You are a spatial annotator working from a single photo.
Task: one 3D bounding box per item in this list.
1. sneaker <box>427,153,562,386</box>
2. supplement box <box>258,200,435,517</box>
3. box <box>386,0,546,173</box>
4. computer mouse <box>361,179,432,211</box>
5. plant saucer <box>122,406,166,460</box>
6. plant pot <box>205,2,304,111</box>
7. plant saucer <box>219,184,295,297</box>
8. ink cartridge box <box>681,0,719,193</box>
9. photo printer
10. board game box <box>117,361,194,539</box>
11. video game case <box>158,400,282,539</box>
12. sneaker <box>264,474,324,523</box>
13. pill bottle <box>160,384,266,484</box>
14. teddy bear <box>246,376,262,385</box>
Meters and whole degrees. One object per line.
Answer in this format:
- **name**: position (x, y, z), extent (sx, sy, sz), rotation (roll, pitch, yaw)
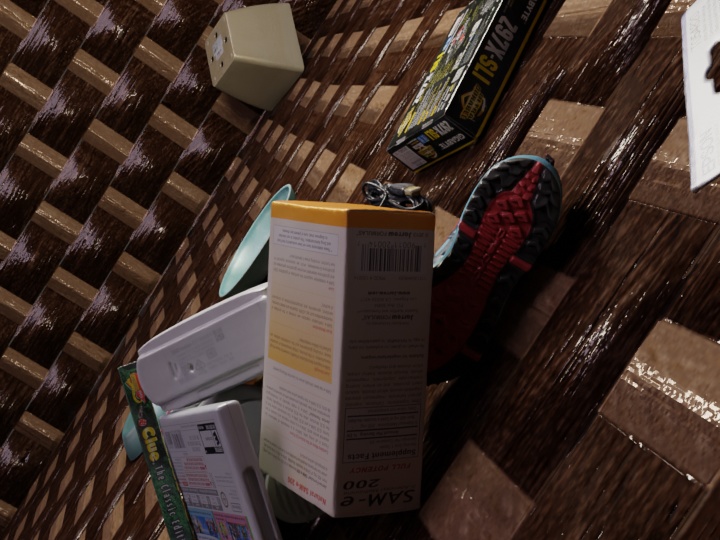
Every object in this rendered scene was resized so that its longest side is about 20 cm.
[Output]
- **sneaker**: position (0.088, 0.003, 0.799), extent (0.201, 0.079, 0.095), rotation (-52, -7, 23)
- **supplement box**: position (-0.012, 0.056, 0.760), extent (0.125, 0.072, 0.204), rotation (12, 100, 61)
- **box**: position (0.115, -0.215, 1.160), extent (0.202, 0.049, 0.159), rotation (-63, 13, -17)
- **computer mouse**: position (0.000, 0.000, 1.097), extent (0.109, 0.044, 0.202), rotation (13, 70, 54)
- **plant saucer**: position (-0.350, 0.222, 1.823), extent (0.201, 0.036, 0.201), rotation (-53, 15, 21)
- **plant pot**: position (-0.277, -0.541, 2.706), extent (0.199, 0.175, 0.203), rotation (-39, 58, 50)
- **plant saucer**: position (-0.149, -0.037, 1.663), extent (0.201, 0.036, 0.201), rotation (-52, 15, 20)
- **ink cartridge box**: position (0.256, -0.149, 0.572), extent (0.200, 0.040, 0.201), rotation (-46, 19, 40)
- **photo printer**: position (-0.080, 0.050, 0.963), extent (0.165, 0.070, 0.199), rotation (-25, -2, 30)
- **board game box**: position (-0.175, 0.185, 0.962), extent (0.023, 0.203, 0.105), rotation (-17, -7, -10)
- **video game case**: position (-0.101, 0.195, 0.840), extent (0.022, 0.185, 0.200), rotation (-17, -2, -24)
- **sneaker**: position (-0.018, 0.121, 0.889), extent (0.201, 0.074, 0.082), rotation (-55, 5, -24)
- **pill bottle**: position (-0.120, 0.166, 1.021), extent (0.117, 0.115, 0.200), rotation (-61, 14, -13)
- **teddy bear**: position (-0.171, 0.163, 1.329), extent (0.203, 0.066, 0.145), rotation (-64, 5, 0)
